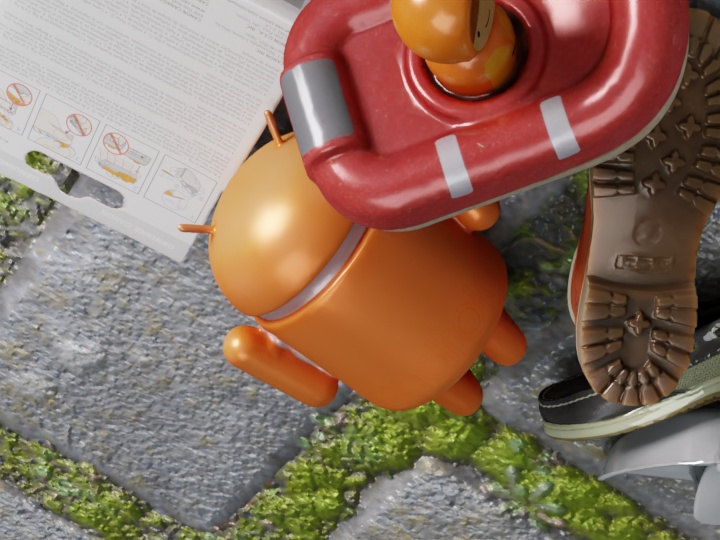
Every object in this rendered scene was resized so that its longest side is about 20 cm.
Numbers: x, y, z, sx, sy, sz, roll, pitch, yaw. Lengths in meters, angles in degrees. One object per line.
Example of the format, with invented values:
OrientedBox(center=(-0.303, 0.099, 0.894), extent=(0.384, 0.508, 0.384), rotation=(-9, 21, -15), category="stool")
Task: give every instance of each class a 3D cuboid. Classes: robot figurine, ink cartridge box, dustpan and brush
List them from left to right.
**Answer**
OrientedBox(center=(-0.127, -0.111, 0.897), extent=(0.160, 0.050, 0.200), rotation=(27, 136, -8), category="ink cartridge box")
OrientedBox(center=(0.001, -0.002, 0.899), extent=(0.200, 0.117, 0.144), rotation=(36, 139, -24), category="robot figurine")
OrientedBox(center=(0.208, 0.110, 0.932), extent=(0.139, 0.057, 0.200), rotation=(6, 151, 8), category="dustpan and brush")

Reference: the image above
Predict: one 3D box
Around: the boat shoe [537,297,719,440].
OrientedBox(center=(0.183, 0.042, 0.926), extent=(0.200, 0.072, 0.066), rotation=(-21, 100, 35), category="boat shoe")

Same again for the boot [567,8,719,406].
OrientedBox(center=(0.146, -0.041, 0.857), extent=(0.075, 0.107, 0.201), rotation=(10, 105, -2), category="boot")

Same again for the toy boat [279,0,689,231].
OrientedBox(center=(0.052, -0.108, 0.756), extent=(0.199, 0.131, 0.131), rotation=(-21, 162, 10), category="toy boat")
